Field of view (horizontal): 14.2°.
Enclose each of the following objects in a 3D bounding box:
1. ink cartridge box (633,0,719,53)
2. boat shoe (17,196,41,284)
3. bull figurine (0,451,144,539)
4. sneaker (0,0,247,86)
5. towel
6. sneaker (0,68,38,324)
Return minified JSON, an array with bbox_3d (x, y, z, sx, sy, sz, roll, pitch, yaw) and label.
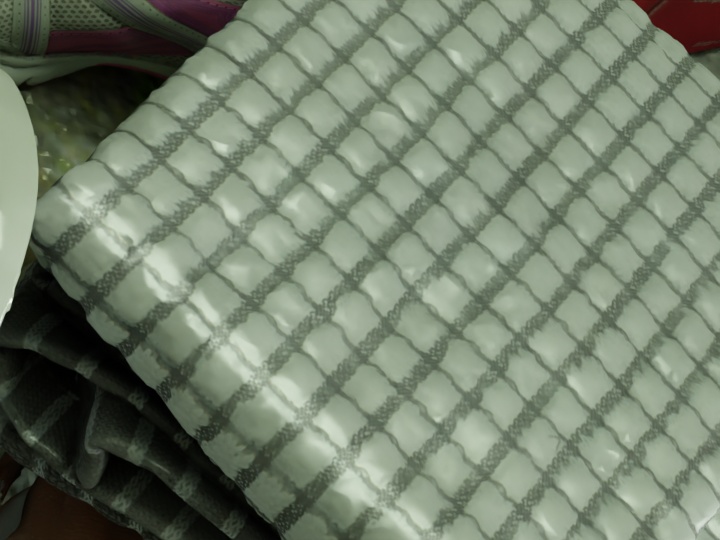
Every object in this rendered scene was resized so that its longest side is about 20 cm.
[{"bbox_3d":[0.130,-0.181,0.910,0.086,0.200,0.148,-6,66,-44],"label":"ink cartridge box"},{"bbox_3d":[-0.002,0.001,0.761,0.200,0.073,0.063,-10,73,-37],"label":"boat shoe"},{"bbox_3d":[-0.041,0.123,0.633,0.121,0.065,0.200,-10,57,-44],"label":"bull figurine"},{"bbox_3d":[-0.052,-0.094,0.769,0.200,0.088,0.082,13,53,-35],"label":"sneaker"},{"bbox_3d":[0.018,0.012,0.667,0.166,0.086,0.200,44,46,-3],"label":"towel"},{"bbox_3d":[-0.141,-0.034,0.618,0.104,0.075,0.200,13,19,-28],"label":"sneaker"}]
